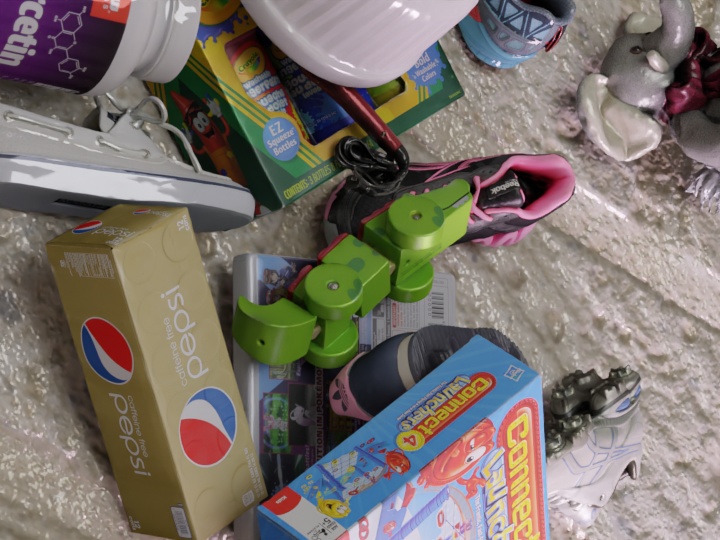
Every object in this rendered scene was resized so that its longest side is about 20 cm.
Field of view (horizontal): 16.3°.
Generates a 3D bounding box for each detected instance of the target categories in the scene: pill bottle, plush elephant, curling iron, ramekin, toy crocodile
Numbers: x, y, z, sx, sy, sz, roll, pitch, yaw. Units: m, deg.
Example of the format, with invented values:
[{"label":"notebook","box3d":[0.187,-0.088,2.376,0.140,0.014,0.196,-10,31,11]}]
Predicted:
[{"label":"pill bottle","box3d":[-0.202,-0.170,1.530,0.200,0.112,0.113,10,71,-29]},{"label":"plush elephant","box3d":[0.255,-0.147,1.911,0.155,0.200,0.165,30,44,-5]},{"label":"curling iron","box3d":[-0.033,-0.129,1.637,0.200,0.026,0.050,54,50,-14]},{"label":"ramekin","box3d":[0.002,-0.227,1.632,0.202,0.094,0.203,26,53,-39]},{"label":"toy crocodile","box3d":[0.000,0.000,1.646,0.062,0.068,0.200,37,57,24]}]

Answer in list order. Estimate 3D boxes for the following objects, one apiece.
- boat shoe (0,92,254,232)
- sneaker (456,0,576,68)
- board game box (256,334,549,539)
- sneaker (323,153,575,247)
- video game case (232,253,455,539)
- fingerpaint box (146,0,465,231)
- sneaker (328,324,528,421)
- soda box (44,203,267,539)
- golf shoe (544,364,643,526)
[{"label":"boat shoe","box3d":[-0.157,-0.076,1.590,0.202,0.075,0.086,8,73,-29]},{"label":"sneaker","box3d":[0.097,-0.251,1.834,0.079,0.095,0.200,-35,101,-41]},{"label":"board game box","box3d":[0.033,0.174,1.589,0.196,0.056,0.200,-37,141,-28]},{"label":"sneaker","box3d":[0.067,-0.048,1.749,0.200,0.095,0.079,-15,90,-36]},{"label":"video game case","box3d":[-0.008,0.095,1.684,0.182,0.023,0.201,6,81,-39]},{"label":"fingerpaint box","box3d":[-0.045,-0.147,1.698,0.200,0.073,0.167,-33,99,-41]},{"label":"sneaker","box3d":[0.051,0.077,1.685,0.200,0.082,0.070,19,55,-59]},{"label":"soda box","box3d":[-0.124,0.062,1.544,0.068,0.064,0.200,-32,116,-41]},{"label":"golf shoe","box3d":[0.146,0.143,1.774,0.200,0.078,0.097,-29,109,-46]}]
